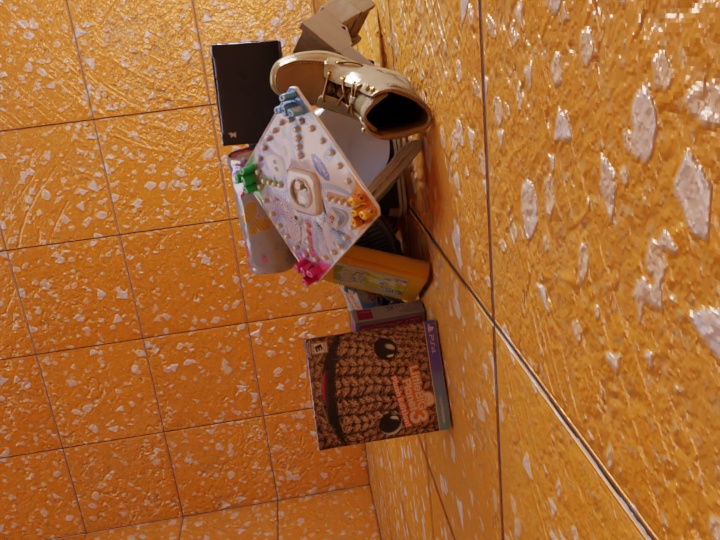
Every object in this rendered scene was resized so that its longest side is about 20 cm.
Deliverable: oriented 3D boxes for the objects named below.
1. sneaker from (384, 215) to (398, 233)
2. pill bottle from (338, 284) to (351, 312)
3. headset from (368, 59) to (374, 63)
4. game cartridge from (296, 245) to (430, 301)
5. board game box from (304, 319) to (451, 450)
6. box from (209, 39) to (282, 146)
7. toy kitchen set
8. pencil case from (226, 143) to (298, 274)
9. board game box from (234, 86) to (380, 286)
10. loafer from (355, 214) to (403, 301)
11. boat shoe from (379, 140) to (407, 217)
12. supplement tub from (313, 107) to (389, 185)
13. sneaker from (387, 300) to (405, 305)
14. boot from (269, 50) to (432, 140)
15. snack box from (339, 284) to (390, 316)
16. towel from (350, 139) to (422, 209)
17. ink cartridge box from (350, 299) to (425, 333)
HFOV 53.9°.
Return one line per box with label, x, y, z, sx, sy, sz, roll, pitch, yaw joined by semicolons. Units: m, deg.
sneaker;0.026;-0.138;1.322;0.201;0.070;0.114;-106;13;-51
pill bottle;0.007;-0.009;1.467;0.120;0.117;0.203;-104;8;-56
headset;-0.030;-0.307;1.286;0.124;0.093;0.202;102;-171;-49
game cartridge;0.000;0.000;1.095;0.176;0.196;0.033;100;-178;-77
board game box;0.022;0.169;1.063;0.097;0.196;0.162;127;134;-82
box;-0.171;-0.285;1.124;0.200;0.102;0.151;-108;14;-71
toy kitchen set;-0.017;-0.326;1.188;0.200;0.180;0.164;-50;-3;-46
pencil case;-0.149;-0.094;1.106;0.091;0.082;0.203;-56;-40;-61
board game box;-0.081;-0.103;0.946;0.201;0.026;0.200;55;140;8
loafer;0.032;-0.033;1.200;0.070;0.074;0.201;-92;-17;-47
boat shoe;0.036;-0.187;1.170;0.075;0.061;0.204;126;138;-86
supplement tub;-0.046;-0.172;1.095;0.200;0.143;0.148;167;95;-70
sneaker;0.048;0.166;1.272;0.114;0.071;0.204;-47;-44;-55
boot;-0.015;-0.222;0.902;0.156;0.196;0.074;-108;30;-61
snack box;0.005;-0.009;1.246;0.117;0.037;0.202;-51;-45;-37
towel;0.013;-0.104;1.019;0.024;0.147;0.200;43;161;-1
ink cartridge box;0.051;0.149;1.179;0.042;0.117;0.203;-109;12;-56
